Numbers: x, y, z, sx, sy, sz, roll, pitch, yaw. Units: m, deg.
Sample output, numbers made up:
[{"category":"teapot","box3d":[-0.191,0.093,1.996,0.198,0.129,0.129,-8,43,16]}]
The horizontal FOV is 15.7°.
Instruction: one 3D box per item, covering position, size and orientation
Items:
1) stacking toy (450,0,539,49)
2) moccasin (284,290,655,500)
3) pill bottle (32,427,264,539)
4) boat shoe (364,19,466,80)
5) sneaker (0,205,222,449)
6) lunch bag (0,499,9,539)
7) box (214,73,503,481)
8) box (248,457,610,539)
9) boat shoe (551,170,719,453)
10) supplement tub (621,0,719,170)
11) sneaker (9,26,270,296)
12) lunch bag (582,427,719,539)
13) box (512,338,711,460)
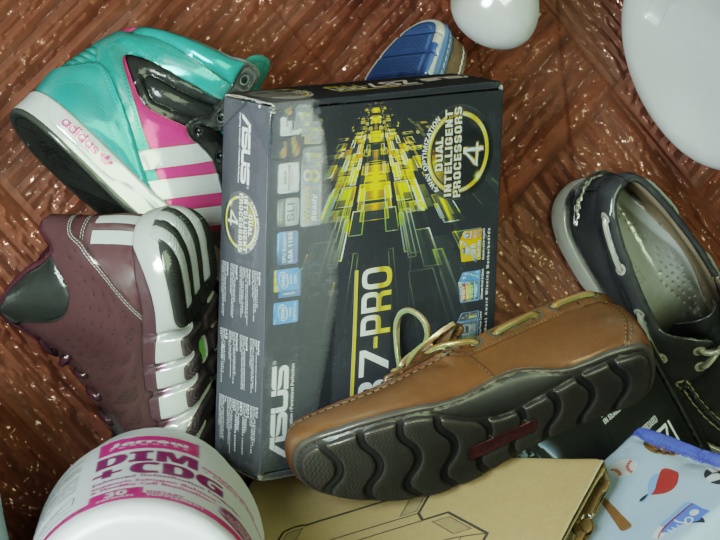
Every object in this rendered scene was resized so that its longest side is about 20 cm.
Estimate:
[{"category":"stacking toy","box3d":[0.031,-0.205,1.449,0.200,0.146,0.146,50,64,-16]},{"category":"moccasin","box3d":[0.052,0.060,1.363,0.201,0.078,0.074,-24,136,-12]},{"category":"pill bottle","box3d":[-0.101,0.142,1.245,0.113,0.200,0.114,0,99,-3]},{"category":"boat shoe","box3d":[0.023,-0.041,1.473,0.072,0.072,0.200,24,83,-29]},{"category":"sneaker","box3d":[-0.130,0.050,1.378,0.076,0.115,0.200,-55,147,-56]},{"category":"lunch bag","box3d":[-0.225,0.129,1.238,0.122,0.200,0.171,-6,87,-29]},{"category":"box","box3d":[0.000,0.000,1.383,0.161,0.049,0.200,-7,105,-37]},{"category":"box","box3d":[0.010,0.152,1.342,0.164,0.200,0.021,-56,136,-47]},{"category":"boat shoe","box3d":[0.191,0.025,1.553,0.074,0.060,0.200,-38,102,-28]},{"category":"supplement tub","box3d":[0.273,-0.157,1.572,0.200,0.145,0.145,-25,96,-28]},{"category":"sneaker","box3d":[-0.080,-0.058,1.410,0.200,0.084,0.121,45,73,-18]},{"category":"lunch bag","box3d":[0.161,0.217,1.382,0.170,0.124,0.200,-37,124,-27]},{"category":"box","box3d":[0.110,0.159,1.469,0.200,0.086,0.164,-38,108,-27]}]
